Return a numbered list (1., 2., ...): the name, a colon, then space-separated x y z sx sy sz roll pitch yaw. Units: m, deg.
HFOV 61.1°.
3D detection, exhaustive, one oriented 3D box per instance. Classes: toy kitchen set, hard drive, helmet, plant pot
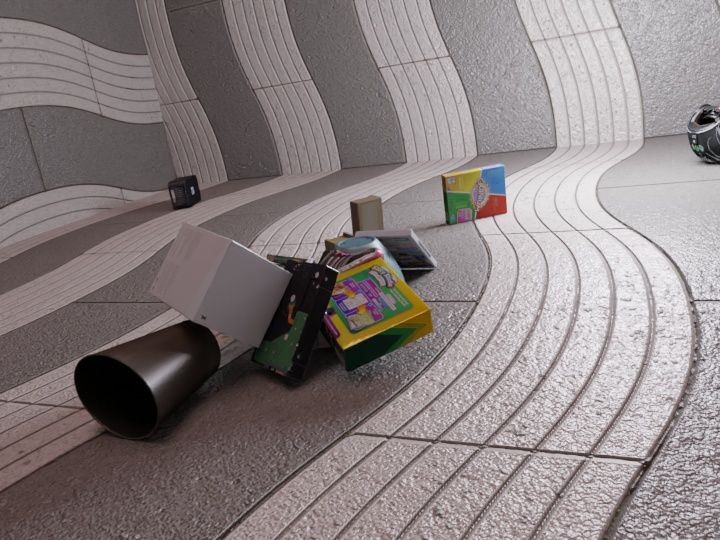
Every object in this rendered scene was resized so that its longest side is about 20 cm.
1. toy kitchen set: 0.011 -0.129 1.695 0.161 0.184 0.199 -18 23 -30
2. hard drive: -0.119 0.085 1.094 0.038 0.203 0.139 26 -12 -36
3. helmet: 1.251 -0.474 2.117 0.199 0.190 0.201 -40 25 23
4. plant pot: 0.000 0.000 1.375 0.196 0.137 0.200 -9 17 3

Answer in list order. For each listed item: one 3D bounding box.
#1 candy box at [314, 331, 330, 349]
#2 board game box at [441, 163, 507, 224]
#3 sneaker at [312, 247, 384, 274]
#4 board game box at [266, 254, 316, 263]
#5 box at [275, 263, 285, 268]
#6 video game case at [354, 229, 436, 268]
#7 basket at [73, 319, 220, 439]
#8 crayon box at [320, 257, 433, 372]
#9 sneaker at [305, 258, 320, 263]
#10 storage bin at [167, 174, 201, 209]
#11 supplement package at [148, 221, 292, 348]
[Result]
1. candy box: -0.070 0.100 1.218 0.196 0.062 0.137 -7 20 6
2. board game box: 0.358 -0.240 1.913 0.196 0.156 0.040 -12 18 -8
3. sneaker: -0.037 -0.014 1.255 0.198 0.089 0.073 -29 -32 36
4. board game box: -0.153 -0.019 1.631 0.198 0.024 0.104 8 -6 46
5. box: -0.272 0.027 1.581 0.198 0.050 0.159 6 21 41
6. video game case: 0.089 -0.048 1.470 0.141 0.018 0.200 -1 -22 25
7. basket: -0.340 0.170 1.032 0.177 0.139 0.199 14 21 22
8. crayon box: 0.010 0.072 1.104 0.170 0.059 0.200 -22 36 -15
9. sneaker: -0.149 0.023 1.395 0.146 0.081 0.200 -39 31 -4
10. storage bin: -0.891 -0.399 3.093 0.092 0.138 0.200 -8 17 4
11. supplement package: -0.261 0.024 1.131 0.150 0.154 0.198 31 -8 -42
